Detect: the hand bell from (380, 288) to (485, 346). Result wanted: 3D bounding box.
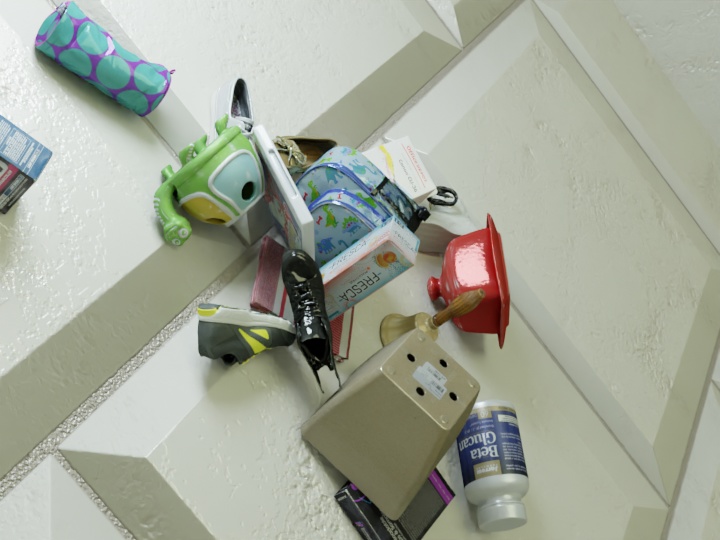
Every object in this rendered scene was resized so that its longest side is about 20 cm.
[{"bbox_3d":[0.137,0.081,1.725,0.103,0.199,0.105,26,47,-32],"label":"hand bell"}]

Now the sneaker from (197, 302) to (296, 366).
[{"bbox_3d":[-0.174,0.100,1.504,0.199,0.074,0.086,17,84,-51],"label":"sneaker"}]

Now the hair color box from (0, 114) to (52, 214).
[{"bbox_3d":[-0.506,-0.168,1.296,0.199,0.100,0.061,38,44,-22],"label":"hair color box"}]

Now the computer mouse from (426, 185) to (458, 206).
[{"bbox_3d":[0.093,-0.163,1.939,0.198,0.034,0.059,22,56,-12],"label":"computer mouse"}]

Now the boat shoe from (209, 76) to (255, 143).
[{"bbox_3d":[-0.202,-0.230,1.681,0.071,0.068,0.202,22,50,-35],"label":"boat shoe"}]

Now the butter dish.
[{"bbox_3d":[0.196,0.026,1.881,0.200,0.146,0.202,79,6,-60],"label":"butter dish"}]

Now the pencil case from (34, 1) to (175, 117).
[{"bbox_3d":[-0.384,-0.320,1.537,0.199,0.085,0.093,35,72,-27],"label":"pencil case"}]

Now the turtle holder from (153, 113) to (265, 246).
[{"bbox_3d":[-0.223,-0.131,1.536,0.132,0.140,0.186,50,38,-10],"label":"turtle holder"}]

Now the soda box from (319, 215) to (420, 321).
[{"bbox_3d":[0.000,0.000,1.604,0.064,0.199,0.069,42,36,-20],"label":"soda box"}]

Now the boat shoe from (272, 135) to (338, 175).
[{"bbox_3d":[-0.110,-0.202,1.744,0.199,0.062,0.074,-24,86,-60],"label":"boat shoe"}]

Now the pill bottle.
[{"bbox_3d":[0.224,0.330,1.720,0.110,0.111,0.202,18,53,-38],"label":"pill bottle"}]

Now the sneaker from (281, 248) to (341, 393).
[{"bbox_3d":[-0.072,0.075,1.528,0.104,0.059,0.202,-105,-179,-68],"label":"sneaker"}]

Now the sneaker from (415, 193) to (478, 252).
[{"bbox_3d":[0.138,-0.098,1.963,0.198,0.074,0.116,9,44,-39],"label":"sneaker"}]

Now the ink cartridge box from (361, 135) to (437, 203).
[{"bbox_3d":[0.055,-0.168,1.862,0.199,0.067,0.117,-25,83,-30],"label":"ink cartridge box"}]

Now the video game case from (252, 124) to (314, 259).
[{"bbox_3d":[-0.118,-0.102,1.586,0.023,0.201,0.184,-23,68,-12],"label":"video game case"}]

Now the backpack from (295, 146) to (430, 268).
[{"bbox_3d":[-0.022,-0.092,1.689,0.200,0.183,0.147,46,39,-5],"label":"backpack"}]

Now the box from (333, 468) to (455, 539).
[{"bbox_3d":[0.057,0.351,1.591,0.144,0.036,0.200,55,38,-1],"label":"box"}]

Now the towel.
[{"bbox_3d":[-0.091,0.048,1.651,0.199,0.023,0.145,35,42,-28],"label":"towel"}]

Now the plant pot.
[{"bbox_3d":[0.066,0.211,1.544,0.199,0.178,0.200,42,37,6],"label":"plant pot"}]
